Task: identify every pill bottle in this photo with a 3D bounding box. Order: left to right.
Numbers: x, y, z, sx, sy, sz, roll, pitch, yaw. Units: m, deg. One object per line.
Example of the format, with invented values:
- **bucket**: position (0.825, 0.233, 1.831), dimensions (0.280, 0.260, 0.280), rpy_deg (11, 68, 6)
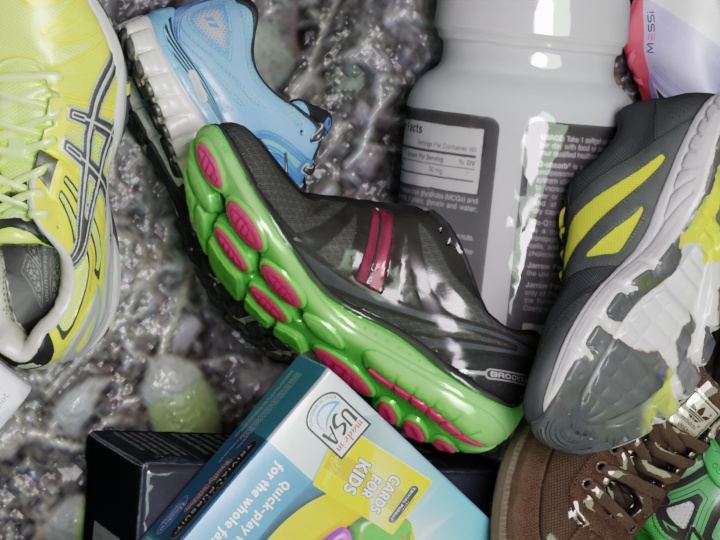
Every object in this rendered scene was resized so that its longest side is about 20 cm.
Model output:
- **pill bottle**: position (0.075, -0.038, 1.438), dimensions (0.116, 0.116, 0.200), rpy_deg (4, 95, -20)

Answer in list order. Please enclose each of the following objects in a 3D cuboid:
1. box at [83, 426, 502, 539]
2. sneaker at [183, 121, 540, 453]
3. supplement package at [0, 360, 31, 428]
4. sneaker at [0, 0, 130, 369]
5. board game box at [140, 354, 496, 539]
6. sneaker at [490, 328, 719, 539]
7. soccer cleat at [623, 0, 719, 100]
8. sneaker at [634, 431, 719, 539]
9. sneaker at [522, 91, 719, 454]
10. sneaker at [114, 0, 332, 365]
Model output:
- **box**: position (-0.031, 0.158, 1.430), dimensions (0.200, 0.104, 0.148), rpy_deg (4, 94, -20)
- **sneaker**: position (0.000, 0.000, 1.359), dimensions (0.200, 0.077, 0.084), rpy_deg (42, 64, -9)
- **supplement package**: position (-0.293, 0.057, 1.304), dimensions (0.200, 0.147, 0.191), rpy_deg (39, 83, -20)
- **sneaker**: position (-0.147, -0.049, 1.361), dimensions (0.075, 0.076, 0.200), rpy_deg (-4, 105, 9)
- **board game box**: position (-0.001, 0.162, 1.360), dimensions (0.200, 0.047, 0.151), rpy_deg (43, 82, -18)
- **sneaker**: position (0.128, 0.070, 1.363), dimensions (0.070, 0.075, 0.200), rpy_deg (42, 60, -23)
- **soccer cleat**: position (0.167, -0.093, 1.491), dimensions (0.076, 0.067, 0.200), rpy_deg (-1, 95, 21)
- **sneaker**: position (0.171, 0.116, 1.462), dimensions (0.085, 0.200, 0.078), rpy_deg (-38, 74, 2)
- **sneaker**: position (0.123, 0.000, 1.351), dimensions (0.200, 0.085, 0.075), rpy_deg (-56, 128, -24)
- **sneaker**: position (-0.043, -0.042, 1.419), dimensions (0.090, 0.078, 0.200), rpy_deg (-28, 105, -18)
